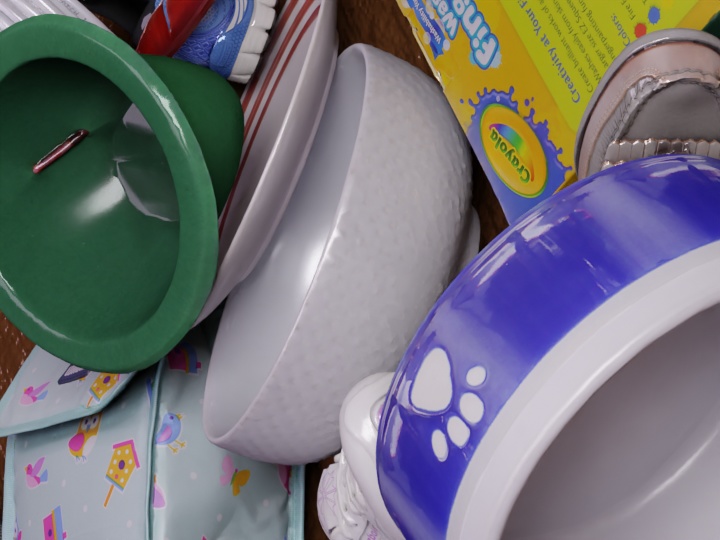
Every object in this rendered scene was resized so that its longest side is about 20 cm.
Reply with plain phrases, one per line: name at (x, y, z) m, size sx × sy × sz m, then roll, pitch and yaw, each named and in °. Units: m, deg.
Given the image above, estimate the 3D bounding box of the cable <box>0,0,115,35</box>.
cable at (-0.173, -0.114, 1.238) m, size 0.069 × 0.200 × 0.200 m, roll -52°, pitch 15°, yaw -2°

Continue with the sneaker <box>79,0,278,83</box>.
sneaker at (-0.113, -0.178, 1.225) m, size 0.079 × 0.089 × 0.200 m, roll -64°, pitch 36°, yaw 30°

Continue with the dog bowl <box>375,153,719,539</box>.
dog bowl at (0.107, 0.058, 0.892) m, size 0.079 × 0.199 × 0.201 m, roll 48°, pitch 128°, yaw 40°

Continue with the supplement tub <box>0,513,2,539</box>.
supplement tub at (-0.232, 0.204, 1.406) m, size 0.200 × 0.106 × 0.108 m, roll 30°, pitch 116°, yaw 46°

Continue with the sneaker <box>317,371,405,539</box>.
sneaker at (0.016, 0.101, 1.009) m, size 0.099 × 0.200 × 0.075 m, roll -3°, pitch 65°, yaw 18°

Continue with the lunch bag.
lunch bag at (-0.115, 0.100, 1.242) m, size 0.170 × 0.121 × 0.202 m, roll -20°, pitch 68°, yaw 52°

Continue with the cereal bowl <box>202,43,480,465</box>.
cereal bowl at (0.000, 0.000, 1.082) m, size 0.200 × 0.083 × 0.201 m, roll -160°, pitch 90°, yaw -77°

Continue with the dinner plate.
dinner plate at (-0.047, -0.060, 1.139) m, size 0.200 × 0.024 × 0.201 m, roll -158°, pitch 90°, yaw -78°

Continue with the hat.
hat at (-0.079, -0.068, 1.134) m, size 0.166 × 0.176 × 0.200 m, roll 44°, pitch 129°, yaw 15°

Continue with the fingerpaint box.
fingerpaint box at (0.093, -0.143, 0.991) m, size 0.167 × 0.073 × 0.201 m, roll -50°, pitch 55°, yaw 40°

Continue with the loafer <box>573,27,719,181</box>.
loafer at (0.117, -0.006, 0.942) m, size 0.201 × 0.071 × 0.063 m, roll 99°, pitch 172°, yaw -48°
